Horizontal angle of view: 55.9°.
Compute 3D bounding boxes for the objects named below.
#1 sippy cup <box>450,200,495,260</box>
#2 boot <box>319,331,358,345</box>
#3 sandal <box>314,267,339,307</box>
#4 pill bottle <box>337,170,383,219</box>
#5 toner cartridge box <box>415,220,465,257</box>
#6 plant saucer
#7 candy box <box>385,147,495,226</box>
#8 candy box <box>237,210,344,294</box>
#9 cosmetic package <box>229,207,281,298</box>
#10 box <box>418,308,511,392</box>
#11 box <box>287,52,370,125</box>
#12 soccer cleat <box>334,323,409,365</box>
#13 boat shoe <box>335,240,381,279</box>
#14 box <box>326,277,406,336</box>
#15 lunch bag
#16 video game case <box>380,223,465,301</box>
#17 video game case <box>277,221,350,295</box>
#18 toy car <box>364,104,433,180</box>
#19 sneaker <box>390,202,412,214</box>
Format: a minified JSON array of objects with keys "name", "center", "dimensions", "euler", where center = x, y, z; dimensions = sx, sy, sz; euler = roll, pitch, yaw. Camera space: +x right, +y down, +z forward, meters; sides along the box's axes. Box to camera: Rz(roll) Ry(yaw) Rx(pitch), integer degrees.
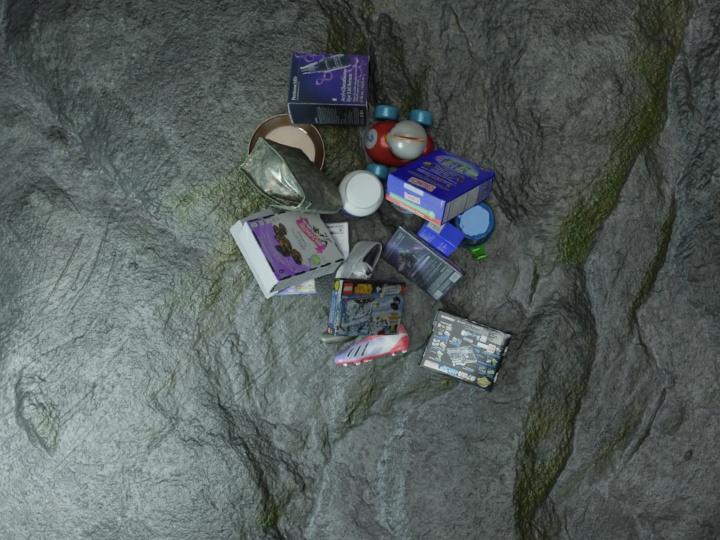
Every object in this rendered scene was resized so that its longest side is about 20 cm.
[{"name":"sippy cup","center":[0.279,-0.124,1.702],"dimensions":[0.178,0.130,0.140],"euler":[38,92,1]},{"name":"boot","center":[-0.023,0.107,1.741],"dimensions":[0.200,0.068,0.131],"euler":[-17,106,-5]},{"name":"sandal","center":[-0.089,-0.002,1.723],"dimensions":[0.075,0.048,0.201],"euler":[-18,78,4]},{"name":"pill bottle","center":[-0.002,-0.187,1.671],"dimensions":[0.111,0.200,0.111],"euler":[0,91,-6]},{"name":"toner cartridge box","center":[0.187,-0.078,1.670],"dimensions":[0.095,0.200,0.043],"euler":[37,79,1]},{"name":"plant saucer","center":[-0.191,-0.303,1.764],"dimensions":[0.200,0.037,0.201],"euler":[0,91,2]},{"name":"candy box","center":[0.188,-0.200,1.598],"dimensions":[0.169,0.200,0.077],"euler":[32,134,32]},{"name":"candy box","center":[-0.165,-0.055,1.629],"dimensions":[0.200,0.072,0.168],"euler":[-19,72,-37]},{"name":"cosmetic package","center":[-0.229,-0.044,1.690],"dimensions":[0.101,0.071,0.200],"euler":[-27,89,-36]},{"name":"box","center":[0.269,0.206,1.753],"dimensions":[0.200,0.046,0.159],"euler":[19,92,2]},{"name":"box","center":[-0.077,-0.453,1.702],"dimensions":[0.200,0.104,0.148],"euler":[1,74,1]},{"name":"soccer cleat","center":[0.028,0.196,1.758],"dimensions":[0.200,0.067,0.077],"euler":[-14,82,1]},{"name":"boat shoe","center":[0.000,0.000,1.697],"dimensions":[0.068,0.200,0.072],"euler":[-7,124,35]},{"name":"box","center":[0.017,0.089,1.658],"dimensions":[0.200,0.040,0.137],"euler":[3,99,-38]},{"name":"lunch bag","center":[-0.153,-0.199,1.579],"dimensions":[0.200,0.164,0.118],"euler":[46,110,22]},{"name":"video game case","center":[0.152,-0.017,1.715],"dimensions":[0.200,0.143,0.019],"euler":[39,54,1]},{"name":"video game case","center":[-0.125,-0.030,1.764],"dimensions":[0.200,0.045,0.182],"euler":[-2,90,3]},{"name":"toy car","center":[0.096,-0.319,1.669],"dimensions":[0.177,0.200,0.185],"euler":[9,92,2]},{"name":"sneaker","center":[0.137,-0.182,1.692],"dimensions":[0.200,0.096,0.079],"euler":[27,86,38]}]
